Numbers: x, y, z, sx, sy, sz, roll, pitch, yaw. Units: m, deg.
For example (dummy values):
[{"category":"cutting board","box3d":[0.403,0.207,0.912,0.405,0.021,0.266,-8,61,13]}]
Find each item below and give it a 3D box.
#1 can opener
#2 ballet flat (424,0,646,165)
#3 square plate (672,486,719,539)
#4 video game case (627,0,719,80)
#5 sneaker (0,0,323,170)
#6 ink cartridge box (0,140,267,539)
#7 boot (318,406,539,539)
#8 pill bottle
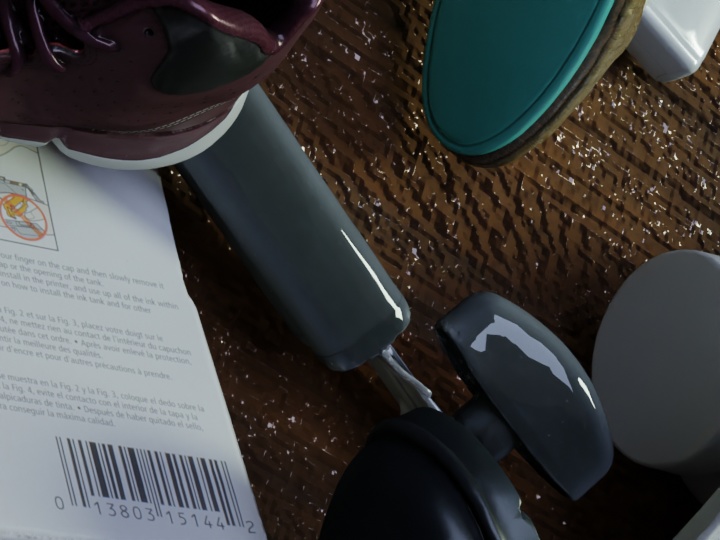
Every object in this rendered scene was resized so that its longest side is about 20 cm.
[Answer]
[{"category":"can opener","box3d":[0.000,0.000,0.798,0.066,0.053,0.200,-42,113,-7]},{"category":"ballet flat","box3d":[0.078,-0.129,0.841,0.072,0.068,0.200,-15,125,-53]},{"category":"square plate","box3d":[0.168,0.098,0.860,0.200,0.198,0.028,13,37,-37]},{"category":"video game case","box3d":[0.087,-0.199,0.940,0.200,0.024,0.182,45,55,-23]},{"category":"sneaker","box3d":[-0.100,-0.074,0.647,0.200,0.115,0.076,-1,77,-30]},{"category":"ink cartridge box","box3d":[-0.133,0.004,0.703,0.200,0.045,0.176,13,46,-38]},{"category":"boot","box3d":[-0.033,0.149,0.684,0.168,0.076,0.201,-16,117,-32]},{"category":"pill bottle","box3d":[0.177,0.046,0.912,0.200,0.104,0.105,13,71,-38]}]
